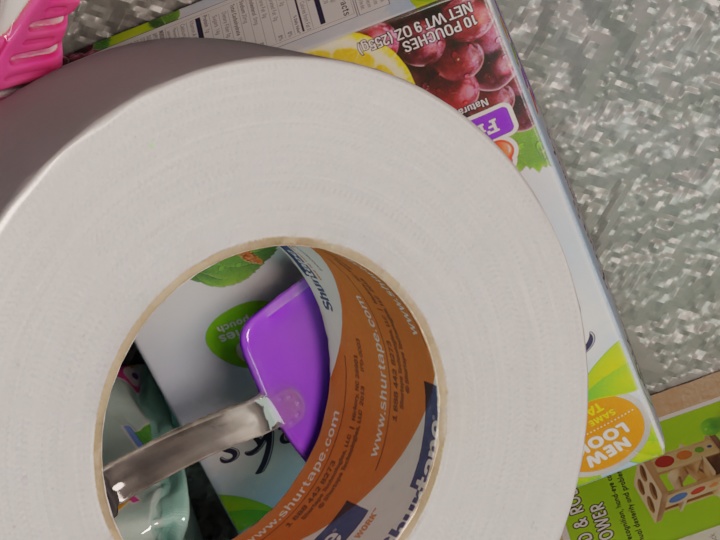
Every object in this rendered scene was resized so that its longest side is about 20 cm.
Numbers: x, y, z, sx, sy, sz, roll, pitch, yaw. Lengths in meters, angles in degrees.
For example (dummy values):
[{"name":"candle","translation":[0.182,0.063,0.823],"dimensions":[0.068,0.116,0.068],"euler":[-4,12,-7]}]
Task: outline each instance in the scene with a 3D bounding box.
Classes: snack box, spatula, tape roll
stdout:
[{"name":"snack box","translation":[0.000,0.000,0.877],"dimensions":[0.142,0.053,0.200],"euler":[-20,128,6]},{"name":"spatula","translation":[-0.061,0.058,0.827],"dimensions":[0.200,0.021,0.057],"euler":[-30,104,-3]},{"name":"tape roll","translation":[-0.038,0.038,0.765],"dimensions":[0.200,0.066,0.201],"euler":[-6,103,-29]}]

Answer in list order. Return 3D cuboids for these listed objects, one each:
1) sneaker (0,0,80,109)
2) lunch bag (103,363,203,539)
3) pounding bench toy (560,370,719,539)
[{"name":"sneaker","translation":[-0.127,-0.067,0.779],"dimensions":[0.081,0.088,0.200],"euler":[-8,130,-45]},{"name":"lunch bag","translation":[-0.123,0.146,0.924],"dimensions":[0.170,0.122,0.200],"euler":[-12,123,-4]},{"name":"pounding bench toy","translation":[0.150,0.155,0.936],"dimensions":[0.124,0.200,0.156],"euler":[-20,128,4]}]
